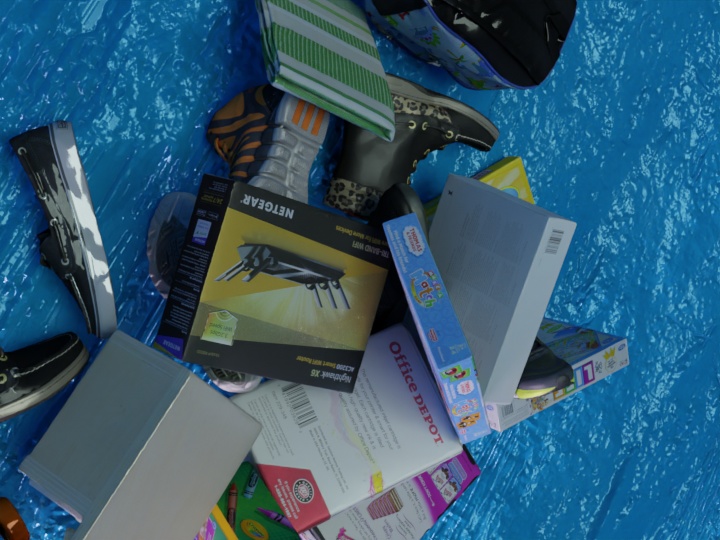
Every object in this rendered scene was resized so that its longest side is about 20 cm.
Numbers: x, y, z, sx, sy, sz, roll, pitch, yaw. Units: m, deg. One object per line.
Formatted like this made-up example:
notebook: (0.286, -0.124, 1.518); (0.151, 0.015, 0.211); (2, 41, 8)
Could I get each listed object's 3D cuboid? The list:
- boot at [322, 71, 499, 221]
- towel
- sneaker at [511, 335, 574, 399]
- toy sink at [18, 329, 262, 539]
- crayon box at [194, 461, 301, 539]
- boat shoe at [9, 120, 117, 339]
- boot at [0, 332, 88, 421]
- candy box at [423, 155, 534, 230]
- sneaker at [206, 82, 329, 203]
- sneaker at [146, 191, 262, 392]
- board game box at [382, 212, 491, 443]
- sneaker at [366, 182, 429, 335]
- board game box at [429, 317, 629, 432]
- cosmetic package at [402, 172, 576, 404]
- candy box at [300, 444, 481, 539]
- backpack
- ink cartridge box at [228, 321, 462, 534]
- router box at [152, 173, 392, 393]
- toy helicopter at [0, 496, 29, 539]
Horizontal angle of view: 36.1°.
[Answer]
boot: (0.052, -0.117, 1.173); (0.200, 0.073, 0.151); (17, 90, -40)
towel: (-0.039, -0.217, 1.053); (0.152, 0.200, 0.023); (21, 128, -34)
sneaker: (0.156, 0.072, 1.183); (0.074, 0.200, 0.081); (-18, 118, -22)
toy sink: (-0.203, 0.176, 0.961); (0.200, 0.112, 0.130); (-59, 144, -12)
crayon box: (-0.124, 0.296, 1.033); (0.058, 0.119, 0.200); (-2, 121, -33)
boat shoe: (-0.261, -0.032, 0.983); (0.057, 0.069, 0.200); (-14, 102, -13)
boot: (-0.340, 0.056, 0.923); (0.200, 0.073, 0.151); (-25, 108, -26)
candy box: (0.120, -0.044, 1.254); (0.200, 0.026, 0.102); (-31, 110, -27)
sneaker: (-0.104, -0.087, 1.046); (0.078, 0.112, 0.200); (33, 73, -42)
sneaker: (-0.136, 0.015, 1.071); (0.099, 0.078, 0.200); (-32, 101, -63)
board game box: (0.074, 0.059, 1.030); (0.037, 0.151, 0.200); (-20, 152, 0)
sneaker: (0.000, 0.000, 1.109); (0.114, 0.076, 0.200); (-11, 144, -27)
board game box: (0.185, 0.112, 1.250); (0.200, 0.134, 0.034); (-21, 110, -30)
cosmetic package: (0.123, 0.017, 1.147); (0.052, 0.151, 0.200); (7, 106, -43)
candy box: (0.022, 0.234, 1.200); (0.200, 0.061, 0.136); (-42, 116, -24)
backpack: (0.119, -0.289, 1.152); (0.200, 0.147, 0.183); (37, 73, -30)
ink cartridge box: (-0.021, 0.161, 1.103); (0.200, 0.086, 0.148); (-21, 80, -22)
router box: (-0.071, 0.016, 0.987); (0.200, 0.052, 0.157); (16, 90, -42)
toy helicopter: (-0.286, 0.264, 0.911); (0.079, 0.200, 0.132); (-30, 94, -28)
